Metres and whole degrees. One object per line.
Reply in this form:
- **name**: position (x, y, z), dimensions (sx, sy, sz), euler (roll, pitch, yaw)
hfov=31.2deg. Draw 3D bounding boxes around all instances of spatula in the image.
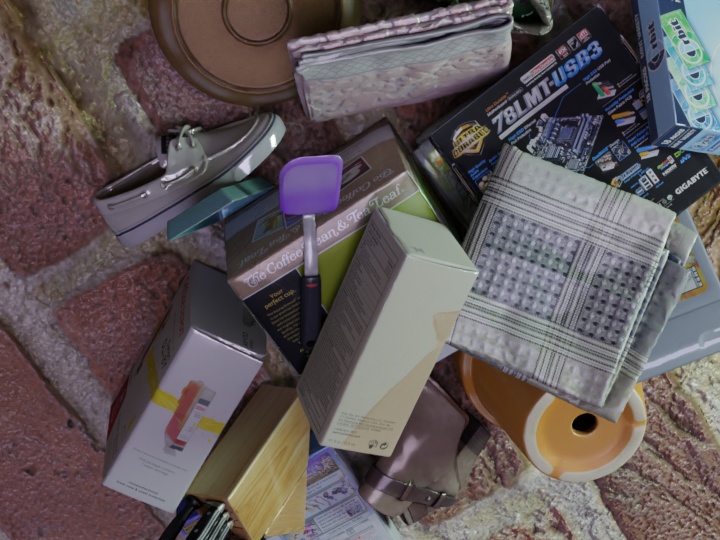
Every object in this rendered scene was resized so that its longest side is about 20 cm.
- **spatula**: position (-0.046, -0.012, 1.157), dimensions (0.056, 0.021, 0.202), euler (-4, 117, -10)

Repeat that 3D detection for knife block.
- **knife block**: position (-0.131, 0.219, 1.302), dimensions (0.175, 0.063, 0.203), euler (7, 86, -53)

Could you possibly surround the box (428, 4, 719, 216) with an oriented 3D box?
- **box**: position (0.197, -0.104, 1.189), dimensions (0.199, 0.050, 0.199), euler (-37, 88, 3)

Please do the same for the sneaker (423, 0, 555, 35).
- **sneaker**: position (0.094, -0.259, 1.158), dimensions (0.197, 0.089, 0.078), euler (12, 115, -14)

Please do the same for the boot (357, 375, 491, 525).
- **boot**: position (0.053, 0.192, 1.389), dimensions (0.146, 0.070, 0.200), euler (-45, 125, 0)

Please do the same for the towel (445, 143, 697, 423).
- **towel**: position (0.183, 0.012, 1.152), dimensions (0.198, 0.035, 0.195), euler (23, 92, 2)

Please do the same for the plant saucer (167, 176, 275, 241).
- **plant saucer**: position (-0.128, -0.060, 1.182), dimensions (0.069, 0.200, 0.019), euler (-31, 94, 9)

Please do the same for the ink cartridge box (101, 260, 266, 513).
- **ink cartridge box**: position (-0.176, 0.113, 1.287), dimensions (0.083, 0.146, 0.201), euler (26, 111, -18)

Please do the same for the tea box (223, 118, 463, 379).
- **tea box**: position (0.000, 0.000, 1.257), dimensions (0.199, 0.134, 0.198), euler (-30, 118, 8)

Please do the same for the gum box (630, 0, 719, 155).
- **gum box**: position (0.348, -0.187, 1.176), dimensions (0.197, 0.172, 0.045), euler (6, 157, -19)

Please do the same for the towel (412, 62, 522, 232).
- **towel**: position (0.171, -0.111, 1.270), dimensions (0.199, 0.048, 0.172), euler (-33, 118, 10)

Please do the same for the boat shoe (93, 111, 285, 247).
- **boat shoe**: position (-0.166, -0.102, 1.221), dimensions (0.199, 0.071, 0.070), euler (-30, 116, 14)

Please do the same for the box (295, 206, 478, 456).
- **box**: position (0.020, 0.056, 1.155), dimensions (0.077, 0.095, 0.202), euler (13, 116, -26)

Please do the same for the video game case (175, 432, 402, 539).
- **video game case**: position (-0.078, 0.292, 1.450), dimensions (0.198, 0.046, 0.182), euler (-28, 118, 7)

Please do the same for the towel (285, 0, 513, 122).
- **towel**: position (0.039, -0.183, 1.146), dimensions (0.197, 0.191, 0.033), euler (-11, 82, 2)

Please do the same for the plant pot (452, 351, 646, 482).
- **plant pot**: position (0.205, 0.111, 1.314), dimensions (0.197, 0.184, 0.203), euler (-3, 119, -6)

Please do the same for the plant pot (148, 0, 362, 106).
- **plant pot**: position (-0.095, -0.241, 1.178), dimensions (0.197, 0.028, 0.202), euler (-3, 118, -5)

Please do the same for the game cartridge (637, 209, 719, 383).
- **game cartridge**: position (0.262, -0.001, 1.222), dimensions (0.132, 0.202, 0.042), euler (-20, 163, 1)
